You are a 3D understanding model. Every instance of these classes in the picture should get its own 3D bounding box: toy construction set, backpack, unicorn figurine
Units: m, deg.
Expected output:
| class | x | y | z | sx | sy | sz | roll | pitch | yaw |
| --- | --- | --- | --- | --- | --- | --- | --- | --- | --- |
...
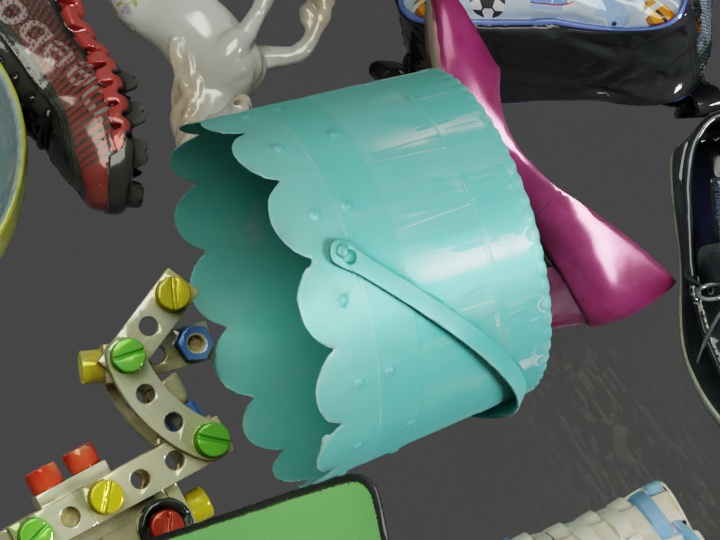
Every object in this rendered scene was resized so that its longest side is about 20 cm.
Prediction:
| class | x | y | z | sx | sy | sz | roll | pitch | yaw |
| --- | --- | --- | --- | --- | --- | --- | --- | --- | --- |
| toy construction set | -0.150 | 0.099 | 1.319 | 0.199 | 0.092 | 0.132 | -27 | 91 | -1 |
| backpack | 0.112 | -0.194 | 1.410 | 0.199 | 0.155 | 0.191 | 6 | 51 | 10 |
| unicorn figurine | -0.085 | -0.137 | 1.441 | 0.137 | 0.074 | 0.200 | -45 | 56 | -6 |

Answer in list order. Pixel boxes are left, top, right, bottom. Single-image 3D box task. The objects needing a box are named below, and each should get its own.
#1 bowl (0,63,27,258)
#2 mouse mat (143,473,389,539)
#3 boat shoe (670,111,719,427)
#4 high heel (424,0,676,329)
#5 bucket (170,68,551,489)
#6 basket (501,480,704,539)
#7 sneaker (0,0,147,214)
| class | x | y | z | sx | sy | sz | roll | pitch | yaw |
| --- | --- | --- | --- | --- | --- | --- | --- | --- | --- |
| bowl | -0.270 | -0.036 | 1.379 | 0.199 | 0.108 | 0.201 | -1 | 65 | 2 |
| mouse mat | -0.044 | 0.212 | 1.225 | 0.160 | 0.008 | 0.201 | -19 | 69 | 19 |
| boat shoe | 0.205 | 0.006 | 1.358 | 0.074 | 0.062 | 0.201 | -7 | 67 | -2 |
| high heel | 0.097 | -0.064 | 1.354 | 0.096 | 0.067 | 0.201 | -17 | 109 | 2 |
| bucket | 0.000 | 0.000 | 1.297 | 0.134 | 0.207 | 0.208 | -17 | 65 | -17 |
| basket | 0.100 | 0.213 | 1.225 | 0.199 | 0.139 | 0.177 | -25 | 64 | -16 |
| sneaker | -0.183 | -0.110 | 1.419 | 0.097 | 0.071 | 0.201 | -14 | 62 | -22 |
